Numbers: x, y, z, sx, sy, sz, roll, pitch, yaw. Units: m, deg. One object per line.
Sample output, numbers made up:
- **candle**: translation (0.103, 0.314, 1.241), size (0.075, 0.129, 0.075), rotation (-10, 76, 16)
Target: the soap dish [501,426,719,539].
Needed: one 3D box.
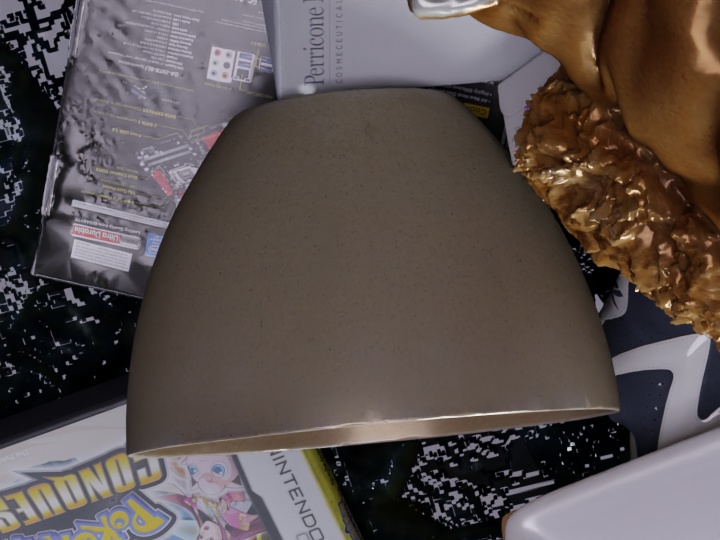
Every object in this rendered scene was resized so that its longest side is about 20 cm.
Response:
- **soap dish**: translation (0.163, 0.144, 1.188), size (0.199, 0.158, 0.081), rotation (-23, 145, 21)

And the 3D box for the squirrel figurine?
- **squirrel figurine**: translation (0.107, -0.068, 1.025), size (0.186, 0.142, 0.201), rotation (23, 129, 11)

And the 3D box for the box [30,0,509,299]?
- **box**: translation (-0.034, -0.058, 1.261), size (0.199, 0.049, 0.161), rotation (11, 109, 2)

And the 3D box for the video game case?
- **video game case**: translation (-0.099, 0.136, 1.313), size (0.199, 0.026, 0.181), rotation (-20, 115, 12)

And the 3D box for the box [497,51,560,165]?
- **box**: translation (0.146, -0.048, 1.190), size (0.199, 0.039, 0.041), rotation (12, 147, -35)

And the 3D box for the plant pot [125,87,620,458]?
- **plant pot**: translation (0.000, 0.000, 1.165), size (0.199, 0.200, 0.135), rotation (-5, 85, 7)

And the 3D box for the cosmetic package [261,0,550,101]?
- **cosmetic package**: translation (0.055, -0.182, 1.118), size (0.199, 0.123, 0.200), rotation (-5, 140, -3)

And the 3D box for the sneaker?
- **sneaker**: translation (0.179, 0.063, 1.264), size (0.199, 0.080, 0.130), rotation (33, 121, -19)
